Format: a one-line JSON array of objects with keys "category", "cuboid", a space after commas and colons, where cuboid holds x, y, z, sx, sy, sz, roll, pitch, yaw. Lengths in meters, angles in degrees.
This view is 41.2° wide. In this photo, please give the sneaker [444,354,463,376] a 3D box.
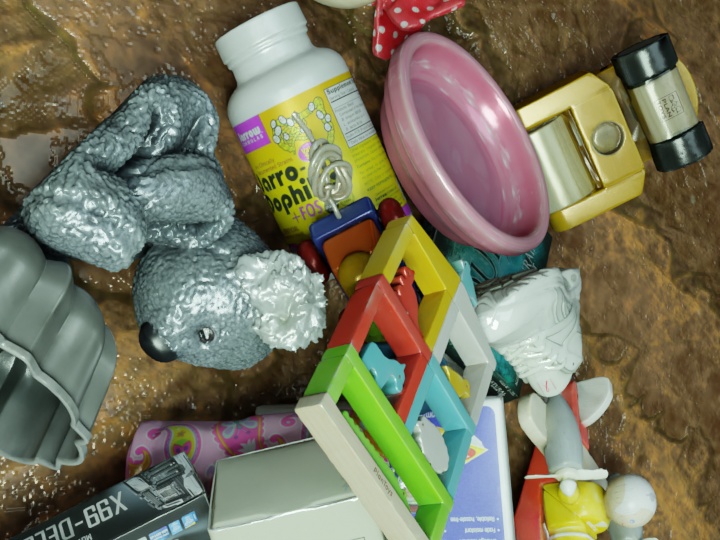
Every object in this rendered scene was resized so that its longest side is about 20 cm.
[{"category": "sneaker", "cuboid": [0.070, 0.135, 0.802, 0.075, 0.099, 0.203, 38, 67, -35]}]

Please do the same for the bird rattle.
[{"category": "bird rattle", "cuboid": [-0.003, -0.286, 0.830, 0.160, 0.112, 0.205, -5, 100, -21]}]

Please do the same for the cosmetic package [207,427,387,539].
[{"category": "cosmetic package", "cuboid": [-0.024, 0.212, 0.616, 0.103, 0.071, 0.204, -11, 114, -1]}]

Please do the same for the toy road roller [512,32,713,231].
[{"category": "toy road roller", "cuboid": [0.236, -0.140, 0.948, 0.197, 0.146, 0.125, -27, 101, 6]}]

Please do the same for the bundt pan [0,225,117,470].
[{"category": "bundt pan", "cuboid": [-0.232, 0.030, 0.574, 0.201, 0.200, 0.077, 42, 53, -21]}]

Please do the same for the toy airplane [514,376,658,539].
[{"category": "toy airplane", "cuboid": [0.199, 0.185, 0.855, 0.198, 0.139, 0.204, -17, 105, -50]}]

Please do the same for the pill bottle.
[{"category": "pill bottle", "cuboid": [-0.040, -0.101, 0.758, 0.103, 0.104, 0.203, -31, 100, -31]}]

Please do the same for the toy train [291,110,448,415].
[{"category": "toy train", "cuboid": [0.000, 0.000, 0.656, 0.083, 0.117, 0.202, -25, 124, 7]}]

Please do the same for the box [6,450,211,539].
[{"category": "box", "cuboid": [-0.172, 0.227, 0.605, 0.197, 0.050, 0.160, -24, 124, -17]}]

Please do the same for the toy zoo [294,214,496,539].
[{"category": "toy zoo", "cuboid": [0.035, 0.059, 0.596, 0.132, 0.020, 0.201, 57, 37, -26]}]

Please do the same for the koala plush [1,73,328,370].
[{"category": "koala plush", "cuboid": [-0.121, -0.012, 0.662, 0.200, 0.176, 0.185, 46, 53, -15]}]

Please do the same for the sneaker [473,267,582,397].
[{"category": "sneaker", "cuboid": [0.139, 0.051, 0.753, 0.199, 0.077, 0.101, -5, 81, -59]}]

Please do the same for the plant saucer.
[{"category": "plant saucer", "cuboid": [0.083, -0.100, 0.803, 0.199, 0.050, 0.204, 33, 43, -36]}]

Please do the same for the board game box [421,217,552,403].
[{"category": "board game box", "cuboid": [0.106, -0.002, 0.843, 0.135, 0.028, 0.202, 43, 43, -22]}]

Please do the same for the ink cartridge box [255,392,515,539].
[{"category": "ink cartridge box", "cuboid": [0.020, 0.200, 0.726, 0.047, 0.193, 0.205, 1, 85, -76]}]

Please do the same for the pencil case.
[{"category": "pencil case", "cuboid": [-0.062, 0.143, 0.673, 0.195, 0.087, 0.089, -3, 85, 4]}]
